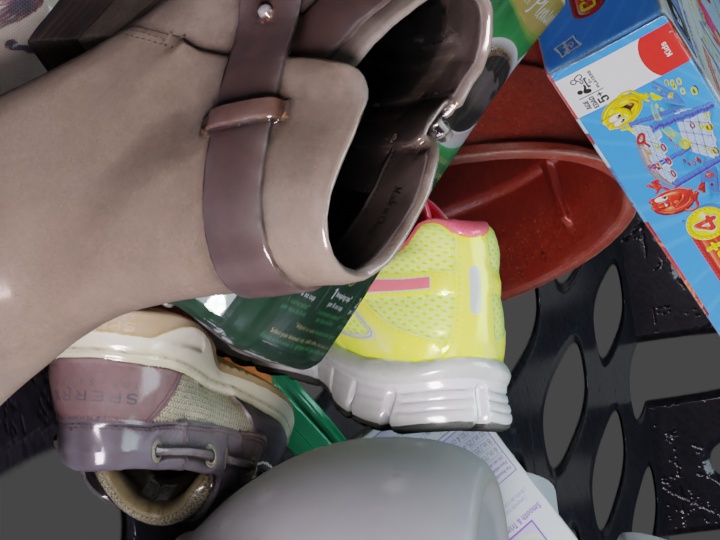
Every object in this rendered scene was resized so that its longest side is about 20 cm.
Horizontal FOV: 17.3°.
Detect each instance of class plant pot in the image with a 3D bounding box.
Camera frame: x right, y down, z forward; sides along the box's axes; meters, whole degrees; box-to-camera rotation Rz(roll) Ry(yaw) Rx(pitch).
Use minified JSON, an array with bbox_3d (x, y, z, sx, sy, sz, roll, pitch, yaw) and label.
[{"bbox_3d":[0.007,-0.097,1.092,0.201,0.200,0.196,50,24,-67],"label":"plant pot"}]

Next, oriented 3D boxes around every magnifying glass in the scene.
[{"bbox_3d":[-0.042,0.057,1.062,0.080,0.022,0.200,52,1,31],"label":"magnifying glass"}]

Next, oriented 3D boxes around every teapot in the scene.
[{"bbox_3d":[-0.022,0.153,0.839,0.198,0.146,0.201,-73,157,-63],"label":"teapot"}]

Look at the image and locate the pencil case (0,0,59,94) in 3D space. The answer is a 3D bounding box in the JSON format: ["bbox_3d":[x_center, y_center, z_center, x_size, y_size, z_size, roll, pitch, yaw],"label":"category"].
[{"bbox_3d":[-0.112,-0.094,0.754,0.089,0.078,0.201,6,74,-53],"label":"pencil case"}]

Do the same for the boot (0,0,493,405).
[{"bbox_3d":[-0.055,-0.015,0.633,0.070,0.146,0.200,43,67,-43],"label":"boot"}]

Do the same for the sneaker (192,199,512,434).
[{"bbox_3d":[0.000,0.000,0.915,0.200,0.078,0.091,19,-72,56],"label":"sneaker"}]

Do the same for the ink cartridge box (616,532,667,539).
[{"bbox_3d":[0.118,0.245,1.094,0.161,0.050,0.201,-104,-147,-67],"label":"ink cartridge box"}]

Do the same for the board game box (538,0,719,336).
[{"bbox_3d":[0.142,-0.081,1.069,0.196,0.056,0.200,53,18,-31],"label":"board game box"}]

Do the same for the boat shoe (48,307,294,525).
[{"bbox_3d":[-0.073,0.061,0.867,0.200,0.072,0.065,59,40,-73],"label":"boat shoe"}]

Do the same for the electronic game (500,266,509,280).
[{"bbox_3d":[0.050,-0.077,1.208,0.042,0.199,0.201,71,15,-61],"label":"electronic game"}]

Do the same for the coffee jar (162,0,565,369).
[{"bbox_3d":[-0.002,-0.069,0.810,0.200,0.085,0.104,-55,160,3],"label":"coffee jar"}]

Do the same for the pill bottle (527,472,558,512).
[{"bbox_3d":[0.075,0.220,1.322,0.112,0.112,0.201,58,26,-61],"label":"pill bottle"}]

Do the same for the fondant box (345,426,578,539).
[{"bbox_3d":[0.046,0.156,0.985,0.058,0.144,0.200,-37,88,-34],"label":"fondant box"}]
